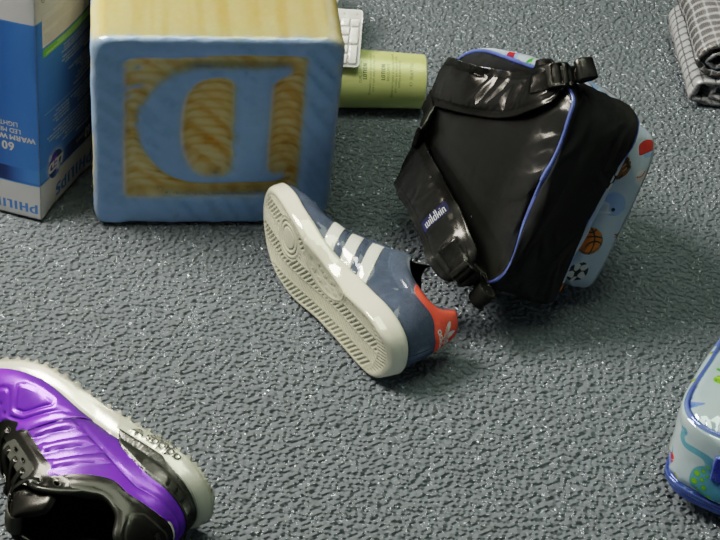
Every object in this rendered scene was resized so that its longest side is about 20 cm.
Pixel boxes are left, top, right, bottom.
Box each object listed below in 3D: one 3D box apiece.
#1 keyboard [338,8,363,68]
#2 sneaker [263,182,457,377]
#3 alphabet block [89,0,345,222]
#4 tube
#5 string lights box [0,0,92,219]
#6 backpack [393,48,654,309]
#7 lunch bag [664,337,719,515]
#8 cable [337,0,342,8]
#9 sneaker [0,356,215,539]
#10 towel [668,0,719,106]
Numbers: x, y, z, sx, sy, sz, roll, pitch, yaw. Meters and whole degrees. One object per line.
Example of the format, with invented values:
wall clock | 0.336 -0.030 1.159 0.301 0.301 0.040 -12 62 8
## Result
keyboard | -0.098 -0.218 1.474 0.199 0.011 0.057 4 71 2
sneaker | 0.000 0.000 1.224 0.084 0.075 0.200 -18 51 -28
alphabet block | -0.123 -0.175 1.325 0.195 0.196 0.201 1 44 -9
tube | -0.038 -0.179 1.489 0.199 0.052 0.058 3 38 -5
string lights box | -0.261 -0.154 1.293 0.059 0.201 0.103 14 35 11
backpack | 0.123 -0.084 1.267 0.154 0.201 0.190 19 13 -39
lunch bag | 0.314 0.120 1.082 0.199 0.083 0.161 20 36 20
cable | -0.116 -0.262 1.582 0.199 0.070 0.200 -4 36 -13
sneaker | -0.198 0.126 1.015 0.199 0.070 0.099 23 41 25
towel | 0.415 -0.229 1.596 0.199 0.086 0.166 4 35 -2
